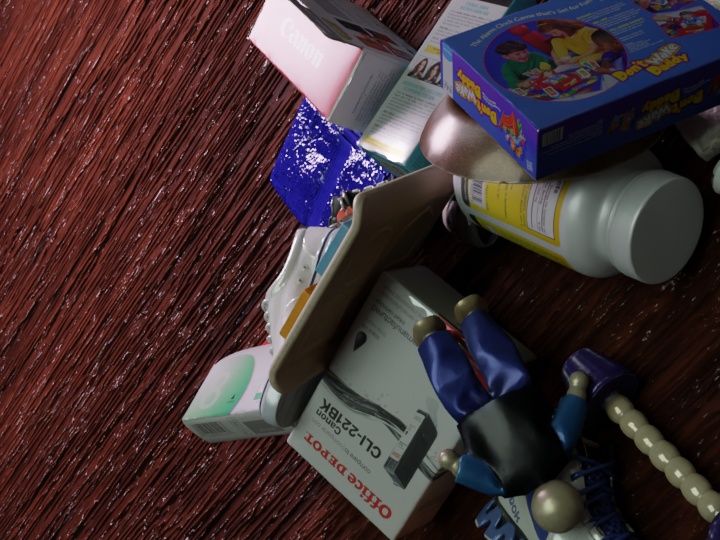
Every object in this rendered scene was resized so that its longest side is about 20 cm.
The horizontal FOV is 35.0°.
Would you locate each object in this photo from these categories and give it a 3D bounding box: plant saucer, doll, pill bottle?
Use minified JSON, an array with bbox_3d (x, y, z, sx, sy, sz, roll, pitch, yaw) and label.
[{"bbox_3d":[0.143,-0.130,0.919,0.200,0.199,0.037,30,139,49],"label":"plant saucer"},{"bbox_3d":[0.118,0.113,0.899,0.135,0.049,0.201,-25,59,-3],"label":"doll"},{"bbox_3d":[0.177,-0.062,0.941,0.199,0.112,0.114,30,104,49],"label":"pill bottle"}]

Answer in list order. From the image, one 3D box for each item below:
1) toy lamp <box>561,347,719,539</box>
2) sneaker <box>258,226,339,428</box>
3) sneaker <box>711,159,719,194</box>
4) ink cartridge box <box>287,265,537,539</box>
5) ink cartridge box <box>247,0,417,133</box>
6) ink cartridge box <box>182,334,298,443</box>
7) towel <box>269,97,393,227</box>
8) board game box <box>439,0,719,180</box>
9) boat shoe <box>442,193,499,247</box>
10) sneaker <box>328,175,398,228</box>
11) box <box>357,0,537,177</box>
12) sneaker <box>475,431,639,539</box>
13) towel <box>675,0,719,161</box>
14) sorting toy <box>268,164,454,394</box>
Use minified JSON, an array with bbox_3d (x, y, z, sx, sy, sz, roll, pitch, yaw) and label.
[{"bbox_3d":[0.226,0.132,0.878,0.200,0.058,0.059,48,117,42],"label":"toy lamp"},{"bbox_3d":[-0.060,0.051,1.090,0.070,0.073,0.202,10,68,28],"label":"sneaker"},{"bbox_3d":[0.343,-0.086,0.796,0.200,0.074,0.088,-44,62,43],"label":"sneaker"},{"bbox_3d":[0.043,0.120,1.044,0.144,0.083,0.201,39,113,23],"label":"ink cartridge box"},{"bbox_3d":[-0.029,-0.223,1.179,0.084,0.174,0.200,-60,42,19],"label":"ink cartridge box"},{"bbox_3d":[-0.084,0.083,1.194,0.160,0.050,0.201,-15,40,47],"label":"ink cartridge box"},{"bbox_3d":[-0.029,-0.104,1.248,0.149,0.049,0.200,-59,43,20],"label":"towel"},{"bbox_3d":[0.178,-0.154,0.857,0.135,0.198,0.045,53,158,41],"label":"board game box"},{"bbox_3d":[0.131,-0.116,1.044,0.057,0.066,0.202,40,118,58],"label":"boat shoe"},{"bbox_3d":[0.012,-0.055,1.133,0.200,0.082,0.077,-49,7,18],"label":"sneaker"},{"bbox_3d":[0.086,-0.179,1.082,0.082,0.049,0.201,30,85,50],"label":"box"},{"bbox_3d":[0.176,0.193,0.902,0.199,0.080,0.116,30,106,51],"label":"sneaker"},{"bbox_3d":[0.280,-0.203,0.916,0.133,0.034,0.201,-46,49,34],"label":"towel"},{"bbox_3d":[0.000,0.000,1.018,0.036,0.185,0.201,35,119,17],"label":"sorting toy"}]
